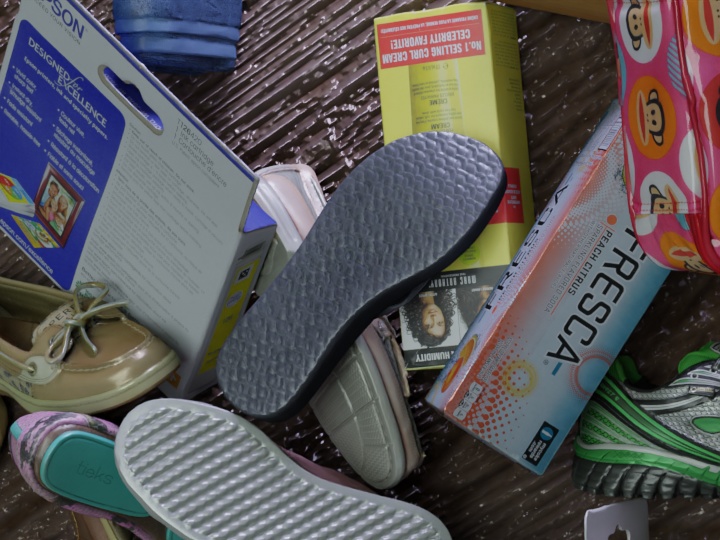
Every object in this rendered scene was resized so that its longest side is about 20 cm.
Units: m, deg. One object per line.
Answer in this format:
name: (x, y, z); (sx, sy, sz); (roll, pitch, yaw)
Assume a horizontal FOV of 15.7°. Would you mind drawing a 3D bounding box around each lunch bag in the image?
lunch bag: (0.221, -0.102, 1.346); (0.082, 0.175, 0.201); (6, 106, 63)

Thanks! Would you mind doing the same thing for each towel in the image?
towel: (-0.107, -0.215, 1.509); (0.048, 0.112, 0.201); (4, 92, 23)

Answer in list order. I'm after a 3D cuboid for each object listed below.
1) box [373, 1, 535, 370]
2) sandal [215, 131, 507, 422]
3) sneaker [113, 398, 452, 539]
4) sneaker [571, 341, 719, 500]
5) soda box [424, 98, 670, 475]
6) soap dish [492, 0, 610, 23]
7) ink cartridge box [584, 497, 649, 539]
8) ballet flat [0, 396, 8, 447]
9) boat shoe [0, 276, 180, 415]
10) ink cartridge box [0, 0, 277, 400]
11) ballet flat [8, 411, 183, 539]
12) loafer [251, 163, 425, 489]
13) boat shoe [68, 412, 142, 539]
box: (0.057, -0.046, 1.469); (0.075, 0.050, 0.201); (-5, 87, 24)
sandal: (-0.001, 0.000, 1.438); (0.200, 0.043, 0.076); (-44, 67, 8)
sneaker: (-0.047, 0.138, 1.469); (0.199, 0.105, 0.076); (23, 78, -2)
sneaker: (0.206, 0.081, 1.388); (0.199, 0.078, 0.086); (1, 89, 24)
soda box: (0.118, 0.007, 1.401); (0.068, 0.064, 0.201); (33, 89, -9)
soap dish: (0.146, -0.235, 1.415); (0.157, 0.081, 0.201); (14, 94, 23)
ink cartridge box: (0.170, 0.222, 1.381); (0.067, 0.116, 0.201); (-4, 88, 23)
ballet flat: (-0.287, 0.154, 1.613); (0.068, 0.063, 0.201); (32, 102, 21)
boat shoe: (-0.186, 0.040, 1.529); (0.199, 0.073, 0.063); (5, 120, 44)
ink cartridge box: (-0.135, -0.054, 1.509); (0.198, 0.047, 0.200); (44, 136, 19)
ballet flat: (-0.117, 0.125, 1.501); (0.069, 0.199, 0.071); (-60, 32, 5)
loafer: (-0.009, 0.026, 1.494); (0.201, 0.063, 0.072); (61, 145, 10)
boat shoe: (-0.142, 0.178, 1.543); (0.067, 0.072, 0.201); (-32, 75, 24)
